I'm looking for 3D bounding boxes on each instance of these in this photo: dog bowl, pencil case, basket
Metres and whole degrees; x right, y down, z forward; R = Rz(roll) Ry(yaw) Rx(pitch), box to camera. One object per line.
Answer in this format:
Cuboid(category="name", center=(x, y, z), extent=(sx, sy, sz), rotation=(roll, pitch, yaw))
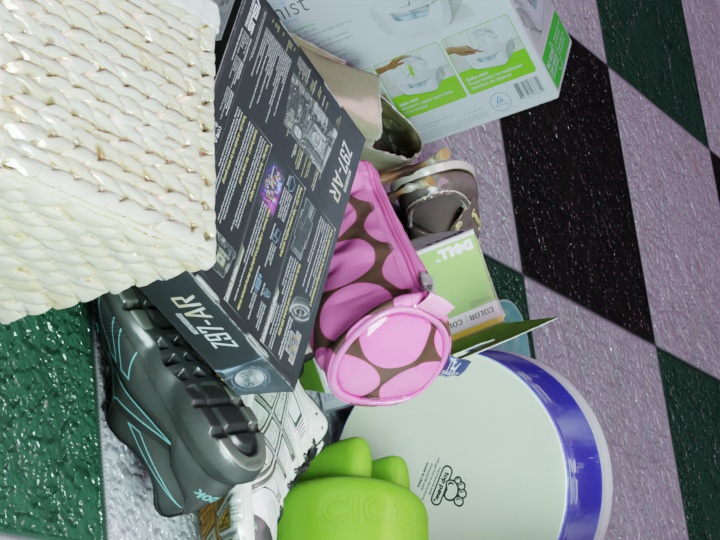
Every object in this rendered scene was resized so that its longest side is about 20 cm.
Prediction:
Cuboid(category="dog bowl", center=(0.081, 0.158, 1.387), extent=(0.079, 0.199, 0.201), rotation=(8, 67, -58))
Cuboid(category="pencil case", center=(0.000, 0.000, 1.235), extent=(0.090, 0.094, 0.200), rotation=(17, 28, -30))
Cuboid(category="basket", center=(-0.201, -0.079, 0.988), extent=(0.200, 0.197, 0.162), rotation=(26, 55, -56))

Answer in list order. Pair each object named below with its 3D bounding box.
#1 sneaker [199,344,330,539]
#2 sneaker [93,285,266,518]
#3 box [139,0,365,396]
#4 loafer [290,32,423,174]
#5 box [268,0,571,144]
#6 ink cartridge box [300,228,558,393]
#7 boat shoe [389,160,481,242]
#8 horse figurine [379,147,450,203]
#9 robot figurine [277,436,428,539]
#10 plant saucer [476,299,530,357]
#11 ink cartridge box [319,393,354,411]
Cuboid(category="sneaker", center=(-0.058, 0.120, 1.231), extent=(0.087, 0.076, 0.201), rotation=(10, 55, -21))
Cuboid(category="sneaker", center=(-0.138, 0.061, 1.173), extent=(0.075, 0.079, 0.201), rotation=(3, 52, -57))
Cuboid(category="box", center=(-0.070, -0.050, 1.147), extent=(0.160, 0.043, 0.201), rotation=(52, 43, -44))
Cuboid(category="loafer", center=(-0.018, -0.131, 1.451), extent=(0.200, 0.068, 0.076), rotation=(35, 45, -51))
Cuboid(category="box", center=(0.042, -0.200, 1.521), extent=(0.177, 0.199, 0.097), rotation=(57, 30, -26))
Cuboid(category="ink cartridge box", center=(0.031, 0.028, 1.319), extent=(0.076, 0.147, 0.200), rotation=(70, -18, -4))
Cuboid(category="boat shoe", center=(0.069, -0.045, 1.581), extent=(0.200, 0.071, 0.060), rotation=(58, 19, -78))
Cuboid(category="horse figurine", center=(-0.017, -0.046, 1.428), extent=(0.200, 0.132, 0.050), rotation=(-17, 82, -52))
Cuboid(category="robot figurine", center=(-0.010, 0.219, 1.270), extent=(0.175, 0.115, 0.201), rotation=(31, 48, -45))
Cuboid(category="plant saucer", center=(0.100, 0.123, 1.576), extent=(0.200, 0.027, 0.202), rotation=(7, 90, -68))
Cuboid(category="ink cartridge box", center=(0.020, 0.050, 1.510), extent=(0.200, 0.042, 0.120), rotation=(3, 73, -60))
